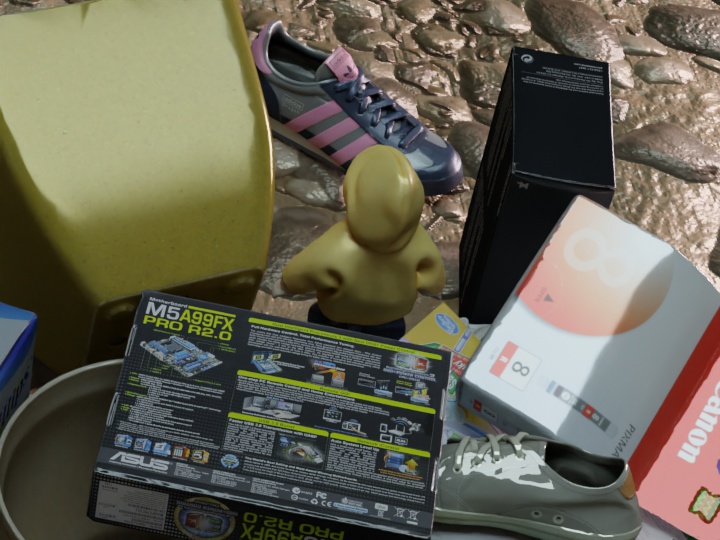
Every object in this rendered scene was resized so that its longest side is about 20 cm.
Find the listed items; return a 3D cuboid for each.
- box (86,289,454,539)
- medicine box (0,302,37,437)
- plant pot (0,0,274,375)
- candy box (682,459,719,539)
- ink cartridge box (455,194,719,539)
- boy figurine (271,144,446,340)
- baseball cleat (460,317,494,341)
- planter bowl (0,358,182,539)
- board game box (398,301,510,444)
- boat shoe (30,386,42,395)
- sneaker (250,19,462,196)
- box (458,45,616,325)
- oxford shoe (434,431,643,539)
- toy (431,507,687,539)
[{"bbox_3d":[-0.050,0.097,1.410,0.199,0.044,0.161,11,41,-2],"label":"box"},{"bbox_3d":[-0.306,0.098,1.460,0.181,0.201,0.103,17,42,5],"label":"medicine box"},{"bbox_3d":[-0.156,-0.041,1.557,0.193,0.196,0.201,-12,63,-21],"label":"plant pot"},{"bbox_3d":[0.295,0.205,1.570,0.168,0.077,0.201,5,43,-21],"label":"candy box"},{"bbox_3d":[0.185,0.065,1.543,0.199,0.050,0.163,28,67,14],"label":"ink cartridge box"},{"bbox_3d":[0.000,0.000,1.641,0.124,0.201,0.065,-4,45,-13],"label":"boy figurine"},{"bbox_3d":[0.042,0.105,1.632,0.200,0.070,0.106,-33,45,-26],"label":"baseball cleat"},{"bbox_3d":[-0.128,0.170,1.443,0.199,0.135,0.201,8,41,-7],"label":"planter bowl"},{"bbox_3d":[0.073,0.137,1.554,0.134,0.034,0.200,-40,83,-26],"label":"board game box"},{"bbox_3d":[-0.139,0.086,1.611,0.199,0.069,0.074,-3,45,-16],"label":"boat shoe"},{"bbox_3d":[-0.007,-0.127,1.859,0.199,0.082,0.070,25,43,12],"label":"sneaker"},{"bbox_3d":[0.124,-0.036,1.707,0.078,0.201,0.142,10,43,-3],"label":"box"},{"bbox_3d":[0.081,0.127,1.483,0.199,0.058,0.075,10,24,6],"label":"oxford shoe"},{"bbox_3d":[0.120,0.192,1.487,0.199,0.047,0.115,4,29,-25],"label":"toy"}]
